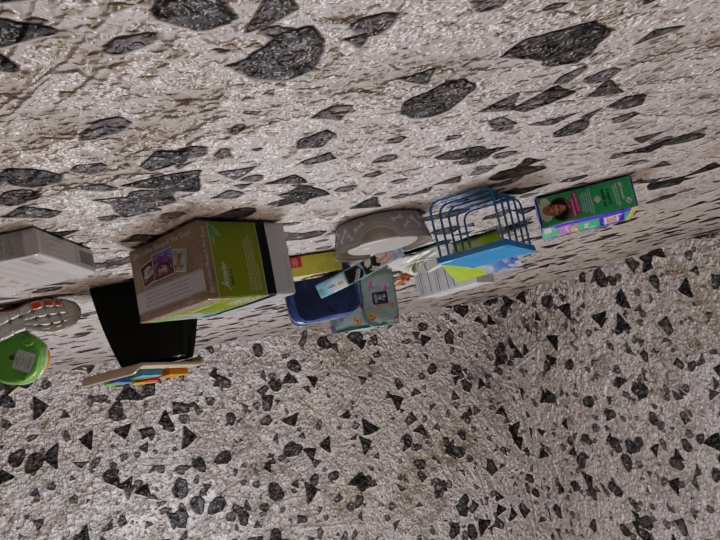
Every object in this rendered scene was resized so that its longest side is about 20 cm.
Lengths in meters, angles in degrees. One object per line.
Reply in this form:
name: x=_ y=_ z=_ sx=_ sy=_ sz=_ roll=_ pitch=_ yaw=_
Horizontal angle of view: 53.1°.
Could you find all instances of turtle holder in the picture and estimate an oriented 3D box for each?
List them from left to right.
turtle holder: x=-0.898 y=0.230 z=1.868 sx=0.185 sy=0.141 sz=0.132 roll=-13 pitch=173 yaw=2

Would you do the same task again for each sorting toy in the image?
sorting toy: x=-0.471 y=0.226 z=1.572 sx=0.185 sy=0.037 sz=0.200 roll=-17 pitch=171 yaw=31

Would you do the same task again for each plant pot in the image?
plant pot: x=-0.463 y=0.119 z=1.602 sx=0.199 sy=0.178 sz=0.200 roll=-10 pitch=173 yaw=-5

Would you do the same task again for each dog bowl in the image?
dog bowl: x=0.040 y=-0.069 z=1.438 sx=0.200 sy=0.059 sz=0.200 roll=-11 pitch=171 yaw=-2

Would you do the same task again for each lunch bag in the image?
lunch bag: x=-0.096 y=0.063 z=1.877 sx=0.200 sy=0.136 sz=0.132 roll=-11 pitch=172 yaw=-16
lunch bag: x=0.009 y=0.088 z=2.060 sx=0.200 sy=0.171 sz=0.122 roll=-10 pitch=174 yaw=15

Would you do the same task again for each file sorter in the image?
file sorter: x=0.238 y=-0.082 z=1.404 sx=0.139 sy=0.123 sz=0.200 roll=-15 pitch=171 yaw=27

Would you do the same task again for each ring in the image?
ring: x=0.086 y=0.066 z=2.318 sx=0.200 sy=0.019 sz=0.200 roll=-31 pitch=170 yaw=-6

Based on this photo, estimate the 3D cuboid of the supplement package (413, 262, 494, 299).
supplement package: x=0.267 y=0.007 z=2.093 sx=0.200 sy=0.110 sz=0.114 roll=-18 pitch=170 yaw=34

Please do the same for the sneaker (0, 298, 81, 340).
sneaker: x=-0.700 y=0.091 z=1.532 sx=0.200 sy=0.077 sz=0.082 roll=-8 pitch=-162 yaw=-16

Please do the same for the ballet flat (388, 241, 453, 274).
ballet flat: x=0.156 y=-0.023 z=1.897 sx=0.200 sy=0.070 sz=0.069 roll=-16 pitch=171 yaw=31

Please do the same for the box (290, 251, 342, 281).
box: x=-0.147 y=-0.003 z=1.652 sx=0.200 sy=0.050 sz=0.075 roll=-9 pitch=172 yaw=-16

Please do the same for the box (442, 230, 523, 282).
box: x=0.317 y=-0.037 z=1.913 sx=0.200 sy=0.048 sz=0.122 roll=-16 pitch=139 yaw=32

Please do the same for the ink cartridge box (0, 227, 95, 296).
ink cartridge box: x=-0.529 y=-0.008 z=1.095 sx=0.176 sy=0.045 sz=0.200 roll=-13 pitch=171 yaw=1

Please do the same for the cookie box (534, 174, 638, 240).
cookie box: x=0.489 y=-0.133 z=1.574 sx=0.200 sy=0.075 sz=0.171 roll=-14 pitch=171 yaw=14

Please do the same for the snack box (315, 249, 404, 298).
snack box: x=0.000 y=0.000 z=1.716 sx=0.200 sy=0.037 sz=0.116 roll=-28 pitch=-179 yaw=-40

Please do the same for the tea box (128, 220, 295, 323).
tea box: x=-0.257 y=0.003 z=1.247 sx=0.200 sy=0.134 sz=0.197 roll=-18 pitch=169 yaw=40
